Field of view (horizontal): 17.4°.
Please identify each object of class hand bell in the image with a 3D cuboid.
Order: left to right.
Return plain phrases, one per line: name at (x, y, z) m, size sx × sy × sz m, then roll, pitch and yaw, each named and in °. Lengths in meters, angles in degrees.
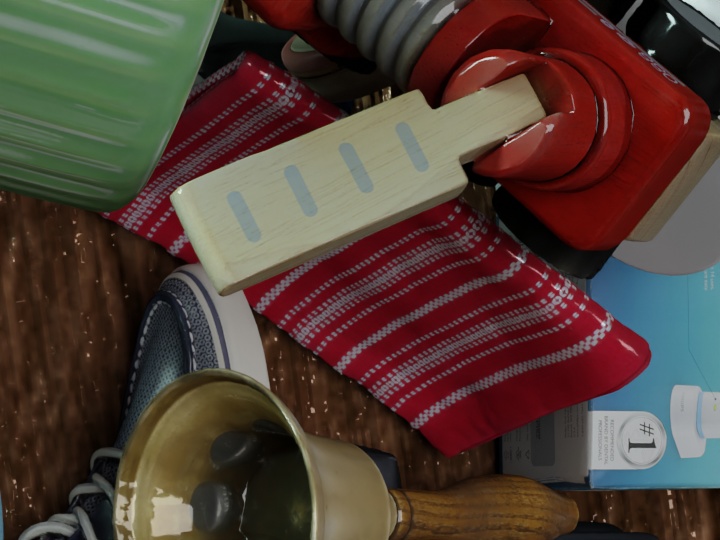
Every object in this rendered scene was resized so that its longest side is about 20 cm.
hand bell at (0.015, 0.091, 0.891) m, size 0.199 × 0.104 × 0.105 m, roll 4°, pitch 85°, yaw -46°

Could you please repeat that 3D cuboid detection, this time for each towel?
towel at (0.000, 0.000, 0.910) m, size 0.200 × 0.144 × 0.023 m, roll 36°, pitch 58°, yaw -18°

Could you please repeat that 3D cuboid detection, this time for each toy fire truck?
toy fire truck at (0.009, -0.070, 0.764) m, size 0.176 × 0.200 × 0.129 m, roll 44°, pitch 108°, yaw 18°

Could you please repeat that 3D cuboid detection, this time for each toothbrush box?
toothbrush box at (0.163, 0.021, 1.014) m, size 0.199 × 0.085 × 0.147 m, roll 1°, pitch 85°, yaw -24°

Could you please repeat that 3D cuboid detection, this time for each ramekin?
ramekin at (-0.094, -0.116, 0.759) m, size 0.097 × 0.200 × 0.201 m, roll 18°, pitch 80°, yaw -12°

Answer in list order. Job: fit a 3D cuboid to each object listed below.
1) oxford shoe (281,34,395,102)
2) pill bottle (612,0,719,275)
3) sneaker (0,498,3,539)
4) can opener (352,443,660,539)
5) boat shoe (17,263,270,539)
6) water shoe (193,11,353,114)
oxford shoe at (0.059, -0.091, 0.948) m, size 0.199 × 0.070 × 0.075 m, roll -21°, pitch 109°, yaw -30°
pill bottle at (0.156, -0.086, 0.921) m, size 0.200 × 0.113 × 0.113 m, roll -44°, pitch 106°, yaw -39°
sneaker at (-0.163, 0.044, 0.862) m, size 0.078 × 0.090 × 0.201 m, roll -16°, pitch 93°, yaw -24°
can opener at (0.040, 0.118, 0.965) m, size 0.199 × 0.063 × 0.079 m, roll 7°, pitch 99°, yaw -25°
boat shoe at (-0.090, 0.098, 0.900) m, size 0.092 × 0.075 × 0.201 m, roll 1°, pitch 88°, yaw -32°
water shoe at (-0.022, -0.057, 0.942) m, size 0.200 × 0.071 × 0.079 m, roll 36°, pitch 68°, yaw -21°
